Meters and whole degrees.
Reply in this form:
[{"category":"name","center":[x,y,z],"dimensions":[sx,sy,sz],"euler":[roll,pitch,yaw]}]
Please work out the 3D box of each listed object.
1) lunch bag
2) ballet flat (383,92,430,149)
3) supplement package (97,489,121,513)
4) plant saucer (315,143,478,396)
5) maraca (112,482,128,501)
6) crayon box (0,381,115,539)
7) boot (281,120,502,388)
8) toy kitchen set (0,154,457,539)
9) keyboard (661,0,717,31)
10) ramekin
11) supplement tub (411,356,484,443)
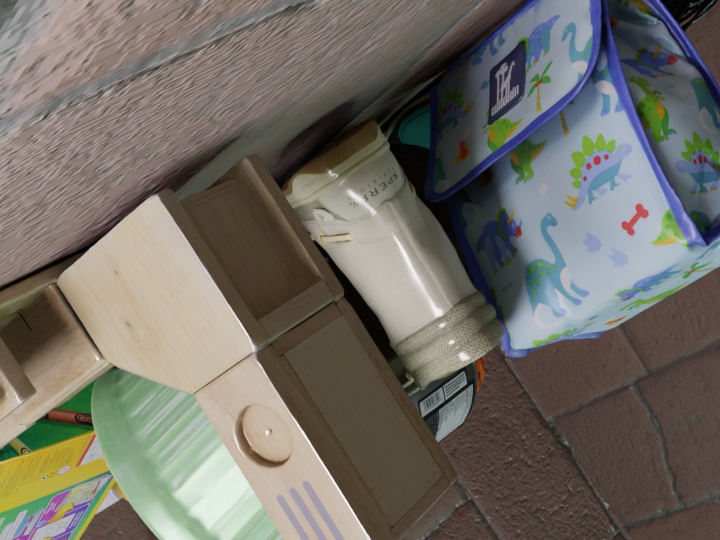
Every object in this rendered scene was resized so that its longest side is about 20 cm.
[{"category":"lunch bag","center":[0.134,-0.073,0.792],"dimensions":[0.126,0.202,0.170],"euler":[-7,160,-42]},{"category":"ballet flat","center":[0.046,-0.097,0.960],"dimensions":[0.199,0.070,0.069],"euler":[-33,-179,42]},{"category":"supplement package","center":[-0.199,0.118,1.126],"dimensions":[0.199,0.118,0.117],"euler":[-34,-178,-44]},{"category":"plant saucer","center":[0.000,0.000,0.894],"dimensions":[0.199,0.202,0.029],"euler":[-35,144,20]},{"category":"maraca","center":[-0.134,0.128,0.960],"dimensions":[0.135,0.108,0.200],"euler":[-9,172,-8]},{"category":"crayon box","center":[-0.218,0.135,0.803],"dimensions":[0.118,0.058,0.201],"euler":[-17,151,-45]},{"category":"boot","center":[0.017,-0.004,0.795],"dimensions":[0.072,0.155,0.200],"euler":[-34,-179,-7]},{"category":"toy kitchen set","center":[-0.107,0.087,0.566],"dimensions":[0.199,0.181,0.163],"euler":[-34,179,34]},{"category":"keyboard","center":[0.198,-0.157,0.888],"dimensions":[0.199,0.040,0.104],"euler":[-34,179,1]},{"category":"ramekin","center":[-0.047,0.092,0.737],"dimensions":[0.098,0.200,0.200],"euler":[-46,176,16]},{"category":"supplement tub","center":[0.019,0.103,1.053],"dimensions":[0.122,0.123,0.199],"euler":[-35,175,33]}]
